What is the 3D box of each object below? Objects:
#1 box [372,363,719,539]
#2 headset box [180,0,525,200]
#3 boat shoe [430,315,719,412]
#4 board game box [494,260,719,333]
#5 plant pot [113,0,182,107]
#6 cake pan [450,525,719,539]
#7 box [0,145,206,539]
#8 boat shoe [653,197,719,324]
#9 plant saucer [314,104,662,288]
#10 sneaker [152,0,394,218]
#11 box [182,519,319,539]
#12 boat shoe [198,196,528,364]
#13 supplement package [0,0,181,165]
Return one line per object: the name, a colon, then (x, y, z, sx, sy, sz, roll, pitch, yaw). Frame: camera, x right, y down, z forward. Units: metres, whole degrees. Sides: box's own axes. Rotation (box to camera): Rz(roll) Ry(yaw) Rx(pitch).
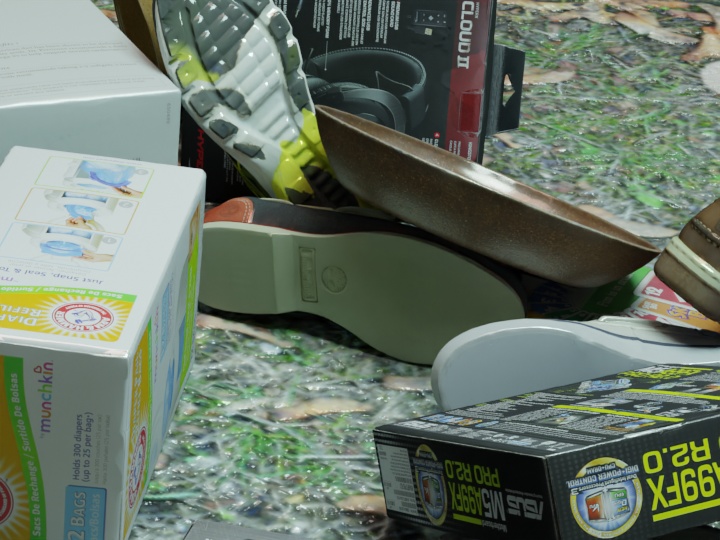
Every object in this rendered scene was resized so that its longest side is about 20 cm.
box: (0.113, 0.079, 1.062, 0.159, 0.045, 0.200, -11, 3, -20)
headset box: (-0.003, -0.115, 1.450, 0.198, 0.150, 0.077, 5, 26, 3)
boat shoe: (0.129, 0.055, 1.215, 0.198, 0.071, 0.070, 1, 12, -10)
board game box: (0.110, 0.013, 1.344, 0.199, 0.030, 0.095, 20, 29, 34)
plant pot: (-0.053, -0.182, 1.578, 0.199, 0.188, 0.186, -18, 31, -15)
cake pan: (0.112, 0.164, 1.008, 0.199, 0.037, 0.201, 4, 25, -2)
box: (-0.140, 0.035, 1.152, 0.101, 0.113, 0.200, 7, 26, 3)
boat shoe: (0.226, -0.003, 1.258, 0.075, 0.075, 0.202, 39, 13, 26)
plant saucer: (0.062, -0.034, 1.295, 0.199, 0.037, 0.200, 22, 5, -2)
sneaker: (-0.060, -0.086, 1.374, 0.074, 0.201, 0.085, -38, 20, -13)
box: (-0.024, 0.180, 0.890, 0.157, 0.049, 0.200, 8, 35, 17)
boat shoe: (0.000, 0.000, 1.307, 0.199, 0.072, 0.063, 10, 22, 21)
supplement package: (-0.192, -0.080, 1.382, 0.116, 0.118, 0.200, -8, 29, -24)
